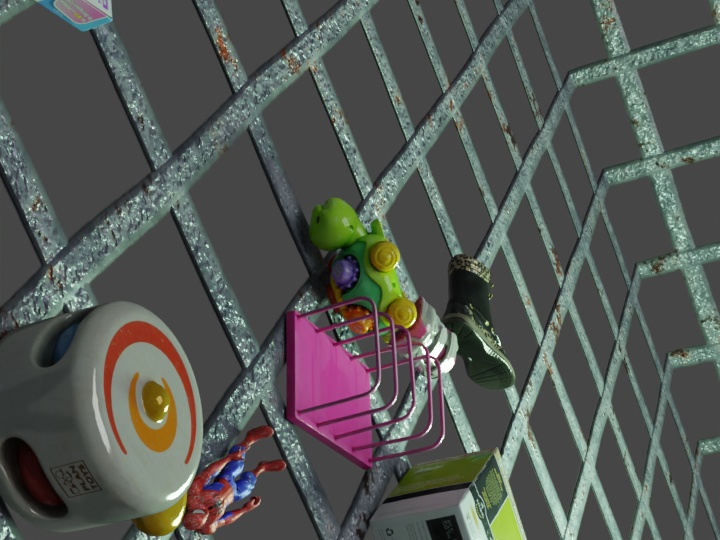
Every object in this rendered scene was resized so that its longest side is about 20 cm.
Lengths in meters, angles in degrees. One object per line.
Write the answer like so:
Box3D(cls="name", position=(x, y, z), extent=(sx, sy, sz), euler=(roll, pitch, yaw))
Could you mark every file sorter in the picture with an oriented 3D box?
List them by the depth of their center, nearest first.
Box3D(cls="file sorter", position=(0.010, 0.137, 1.785), extent=(0.200, 0.124, 0.140), euler=(41, 40, -52))

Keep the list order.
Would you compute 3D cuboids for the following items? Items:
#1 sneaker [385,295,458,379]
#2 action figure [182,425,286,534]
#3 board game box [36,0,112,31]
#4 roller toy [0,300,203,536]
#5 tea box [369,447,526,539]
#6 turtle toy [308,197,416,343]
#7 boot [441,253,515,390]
Box3D(cls="sneaker", position=(0.092, 0.096, 1.945), extent=(0.088, 0.082, 0.200), euler=(36, -3, 8))
Box3D(cls="action figure", position=(-0.134, 0.222, 1.511), extent=(0.200, 0.051, 0.066), euler=(-38, 115, -62))
Box3D(cls="board game box", position=(-0.321, -0.346, 1.431), extent=(0.200, 0.040, 0.155), euler=(31, 49, -59))
Box3D(cls="roller toy", position=(-0.224, 0.127, 1.246), extent=(0.182, 0.139, 0.202), euler=(24, 55, -60))
Box3D(cls="tea box", position=(0.128, 0.368, 1.902), extent=(0.197, 0.133, 0.202), euler=(-34, 108, -64))
Box3D(cls="turtle toy", position=(0.000, 0.000, 1.869), extent=(0.146, 0.100, 0.202), euler=(-130, -158, -83))
Box3D(cls="boot", position=(0.187, 0.083, 2.289), extent=(0.200, 0.073, 0.152), euler=(46, 36, -39))
